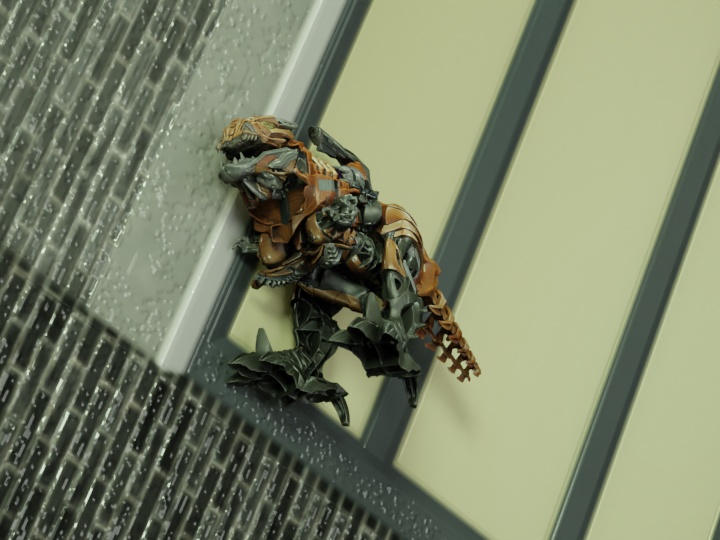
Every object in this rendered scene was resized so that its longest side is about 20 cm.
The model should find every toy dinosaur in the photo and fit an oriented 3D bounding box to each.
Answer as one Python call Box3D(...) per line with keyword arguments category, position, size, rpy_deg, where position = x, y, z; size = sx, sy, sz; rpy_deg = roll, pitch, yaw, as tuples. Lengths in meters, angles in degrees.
Box3D(category="toy dinosaur", position=(0.000, 0.000, 1.264), size=(0.200, 0.102, 0.136), rpy_deg=(25, 52, -19))
